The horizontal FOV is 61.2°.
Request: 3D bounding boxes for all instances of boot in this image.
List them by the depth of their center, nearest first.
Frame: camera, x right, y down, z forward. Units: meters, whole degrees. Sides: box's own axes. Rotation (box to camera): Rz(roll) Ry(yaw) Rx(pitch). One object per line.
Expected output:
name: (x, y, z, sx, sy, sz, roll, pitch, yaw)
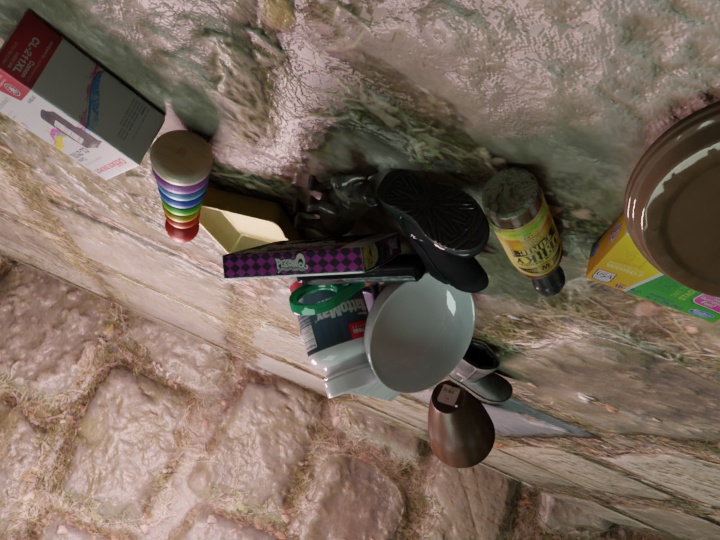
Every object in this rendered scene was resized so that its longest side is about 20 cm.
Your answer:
boot: (0.116, -0.023, 0.748, 0.164, 0.066, 0.201, 41, 173, 40)
boot: (0.258, 0.208, 1.266, 0.177, 0.074, 0.201, 19, 154, 2)

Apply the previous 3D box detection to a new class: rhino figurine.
rhino figurine: (-0.027, -0.090, 0.778, 0.085, 0.062, 0.199, 10, 165, -17)

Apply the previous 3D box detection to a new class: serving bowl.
serving bowl: (0.085, 0.086, 0.955, 0.198, 0.203, 0.066, 34, -179, -34)

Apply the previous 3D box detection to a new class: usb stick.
usb stick: (0.000, 0.000, 0.895, 0.193, 0.056, 0.034, -2, 116, 20)

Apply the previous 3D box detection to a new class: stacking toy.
stacking toy: (-0.264, -0.109, 0.892, 0.083, 0.087, 0.201, 23, 147, -5)

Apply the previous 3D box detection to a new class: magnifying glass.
magnifying glass: (-0.016, 0.022, 0.922, 0.079, 0.195, 0.023, 33, 141, 58)

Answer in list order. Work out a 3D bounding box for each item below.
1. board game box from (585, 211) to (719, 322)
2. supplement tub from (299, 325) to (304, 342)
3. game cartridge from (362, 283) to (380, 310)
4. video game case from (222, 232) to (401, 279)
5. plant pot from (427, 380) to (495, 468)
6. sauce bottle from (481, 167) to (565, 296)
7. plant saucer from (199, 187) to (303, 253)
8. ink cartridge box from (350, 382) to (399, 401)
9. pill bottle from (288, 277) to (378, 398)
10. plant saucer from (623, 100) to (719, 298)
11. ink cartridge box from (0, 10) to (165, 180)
board game box: (0.328, -0.021, 0.598, 0.149, 0.041, 0.201, 20, 161, 9)
supplement tub: (-0.020, 0.131, 1.267, 0.197, 0.126, 0.121, 31, 159, -24)
game cartridge: (-0.010, 0.088, 1.103, 0.126, 0.038, 0.206, 4, 115, 36)
video game case: (-0.059, -0.021, 0.828, 0.193, 0.037, 0.181, -3, -172, 20)
plant pot: (0.248, 0.380, 1.588, 0.182, 0.190, 0.203, 10, 143, 30)
sauce bottle: (0.193, -0.033, 0.684, 0.063, 0.066, 0.200, 8, 157, 35)
plant saucer: (-0.178, -0.070, 1.024, 0.194, 0.050, 0.201, 15, 160, 22)
ink cartridge box: (0.072, 0.177, 1.217, 0.172, 0.200, 0.044, 23, -152, -50)
pill bottle: (-0.038, 0.094, 0.993, 0.116, 0.206, 0.120, -17, 170, -3)
plant saucer: (0.311, -0.044, 0.475, 0.194, 0.030, 0.203, 15, 140, 13)
ink cartridge box: (-0.380, -0.217, 0.802, 0.198, 0.085, 0.143, 37, 156, -34)
